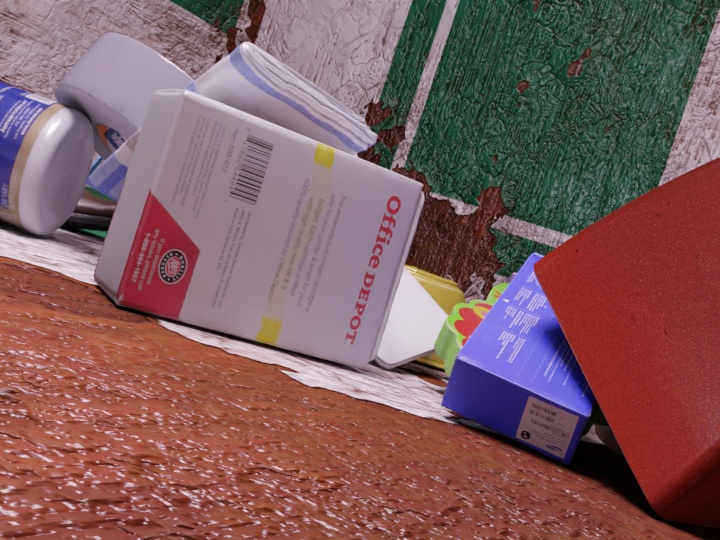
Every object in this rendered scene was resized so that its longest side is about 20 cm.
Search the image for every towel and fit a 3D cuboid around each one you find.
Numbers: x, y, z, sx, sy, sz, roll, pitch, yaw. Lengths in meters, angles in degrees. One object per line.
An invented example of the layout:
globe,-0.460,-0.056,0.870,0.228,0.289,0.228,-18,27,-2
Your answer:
towel,-0.102,-0.088,0.741,0.199,0.024,0.146,-31,-40,31

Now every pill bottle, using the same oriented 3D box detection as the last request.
pill bottle,-0.348,-0.116,0.822,0.198,0.117,0.116,19,2,4

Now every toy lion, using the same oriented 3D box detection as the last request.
toy lion,0.149,0.069,0.769,0.189,0.069,0.201,16,26,-14

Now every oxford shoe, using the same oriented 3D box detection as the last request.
oxford shoe,-0.328,-0.096,0.984,0.198,0.085,0.073,21,0,-7

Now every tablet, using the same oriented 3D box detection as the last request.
tablet,0.000,0.000,0.840,0.129,0.014,0.200,-11,54,-52

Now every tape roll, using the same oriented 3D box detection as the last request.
tape roll,-0.184,-0.121,0.863,0.199,0.066,0.201,34,-16,11

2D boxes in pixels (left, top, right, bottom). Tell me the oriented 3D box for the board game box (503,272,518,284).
board game box,0.242,0.063,0.996,0.198,0.057,0.165,19,-4,6

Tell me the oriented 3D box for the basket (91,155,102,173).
basket,-0.225,-0.110,1.156,0.199,0.177,0.139,38,1,-4

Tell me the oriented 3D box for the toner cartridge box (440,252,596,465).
toner cartridge box,0.138,0.055,0.685,0.094,0.044,0.200,25,30,16

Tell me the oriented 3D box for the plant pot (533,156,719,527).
plant pot,0.266,0.034,0.604,0.198,0.177,0.201,17,38,-36

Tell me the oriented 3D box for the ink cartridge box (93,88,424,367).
ink cartridge box,-0.070,-0.026,0.675,0.198,0.147,0.083,18,0,-29

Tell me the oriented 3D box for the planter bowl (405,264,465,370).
planter bowl,0.048,0.038,0.978,0.198,0.084,0.200,20,2,-1
